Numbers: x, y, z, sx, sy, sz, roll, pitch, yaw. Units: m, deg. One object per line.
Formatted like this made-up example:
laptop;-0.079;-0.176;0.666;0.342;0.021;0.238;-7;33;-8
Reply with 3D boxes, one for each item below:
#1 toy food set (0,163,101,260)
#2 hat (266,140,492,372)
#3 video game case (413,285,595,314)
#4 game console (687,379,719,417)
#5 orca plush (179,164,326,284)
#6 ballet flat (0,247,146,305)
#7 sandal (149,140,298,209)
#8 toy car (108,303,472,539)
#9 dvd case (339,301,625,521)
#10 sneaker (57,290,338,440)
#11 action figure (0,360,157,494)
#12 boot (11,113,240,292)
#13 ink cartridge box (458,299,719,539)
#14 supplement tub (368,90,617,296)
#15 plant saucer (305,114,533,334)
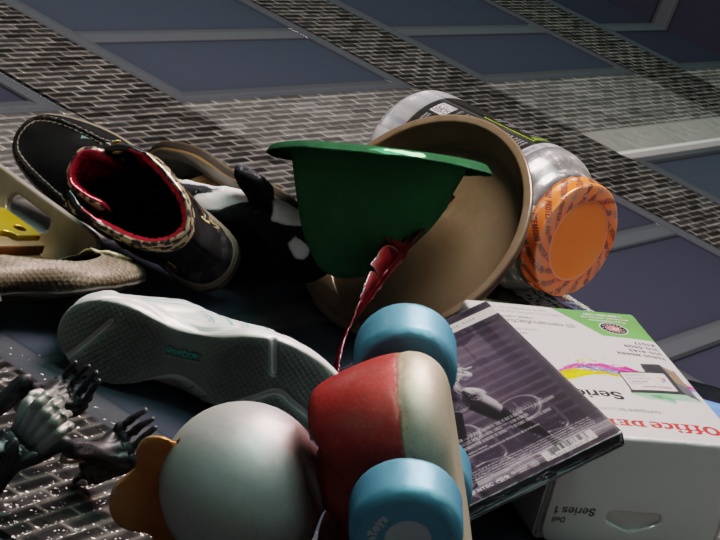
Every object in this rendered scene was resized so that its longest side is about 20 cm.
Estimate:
toy food set;-0.294;-0.046;1.592;0.143;0.061;0.200;33;21;32
hat;0.000;0.000;1.694;0.165;0.177;0.200;3;-3;41
video game case;0.098;0.029;1.847;0.181;0.036;0.200;3;21;-37
game console;0.239;0.121;1.791;0.176;0.031;0.200;19;17;-9
orca plush;-0.117;-0.032;1.748;0.200;0.105;0.071;31;51;2
ballet flat;-0.220;-0.001;1.539;0.067;0.047;0.200;-15;-6;39
sandal;-0.109;-0.052;1.836;0.200;0.055;0.082;27;-9;39
toy car;-0.038;0.135;1.284;0.199;0.177;0.185;-5;32;5
dvd case;0.064;0.097;1.528;0.148;0.016;0.200;-25;33;-13
sneaker;-0.099;0.053;1.522;0.200;0.071;0.080;20;15;-4
action figure;-0.209;0.080;1.260;0.119;0.102;0.200;45;25;26
boot;-0.183;-0.062;1.665;0.200;0.073;0.151;38;-3;11
ink cartridge box;0.160;0.106;1.616;0.144;0.084;0.200;6;24;-22
supplement tub;0.106;-0.061;1.865;0.122;0.123;0.200;3;19;-45
plant saucer;0.047;-0.031;1.779;0.200;0.200;0.029;39;-5;42
